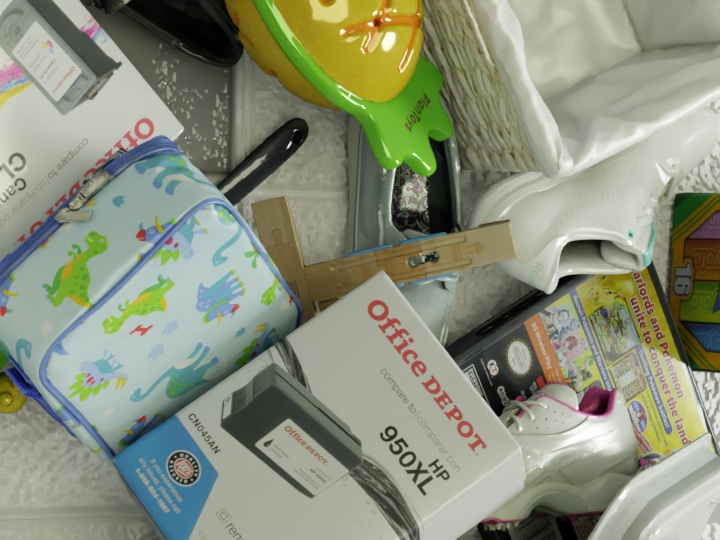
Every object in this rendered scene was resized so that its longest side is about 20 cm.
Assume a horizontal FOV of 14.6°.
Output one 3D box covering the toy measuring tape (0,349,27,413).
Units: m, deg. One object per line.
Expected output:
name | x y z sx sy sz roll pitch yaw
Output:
toy measuring tape | -0.264 0.014 1.637 0.200 0.074 0.074 46 72 -20

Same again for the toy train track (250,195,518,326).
toy train track | 0.000 0.000 1.743 0.199 0.033 0.115 -12 98 12

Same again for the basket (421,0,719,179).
basket | 0.130 -0.183 1.775 0.200 0.161 0.199 -28 102 -22

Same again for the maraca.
maraca | -0.009 -0.146 1.688 0.200 0.107 0.137 52 36 -17

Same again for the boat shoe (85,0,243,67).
boat shoe | -0.141 -0.179 1.674 0.200 0.070 0.066 32 47 -41

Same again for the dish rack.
dish rack | 0.172 0.195 1.774 0.043 0.200 0.172 32 109 16

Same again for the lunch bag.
lunch bag | -0.129 0.025 1.637 0.161 0.082 0.200 -44 152 -6

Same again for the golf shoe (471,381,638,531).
golf shoe | 0.093 0.117 1.763 0.200 0.075 0.092 -2 92 -38

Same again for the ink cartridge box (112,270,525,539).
ink cartridge box | -0.022 0.119 1.656 0.200 0.084 0.145 -35 72 -9

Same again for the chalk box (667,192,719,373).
chalk box | 0.304 0.011 1.840 0.125 0.200 0.124 4 89 -26

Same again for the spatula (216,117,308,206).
spatula | -0.100 -0.026 1.741 0.200 0.021 0.057 -48 130 -21

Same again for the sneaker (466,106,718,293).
sneaker | 0.168 -0.039 1.805 0.200 0.088 0.075 -28 146 -27

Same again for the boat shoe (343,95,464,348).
boat shoe | 0.031 -0.020 1.778 0.070 0.071 0.201 -6 95 -27

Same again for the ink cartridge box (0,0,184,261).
ink cartridge box | -0.224 -0.108 1.647 0.148 0.086 0.200 -46 107 -18

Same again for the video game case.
video game case | 0.142 0.103 1.840 0.181 0.025 0.200 -32 115 -22
